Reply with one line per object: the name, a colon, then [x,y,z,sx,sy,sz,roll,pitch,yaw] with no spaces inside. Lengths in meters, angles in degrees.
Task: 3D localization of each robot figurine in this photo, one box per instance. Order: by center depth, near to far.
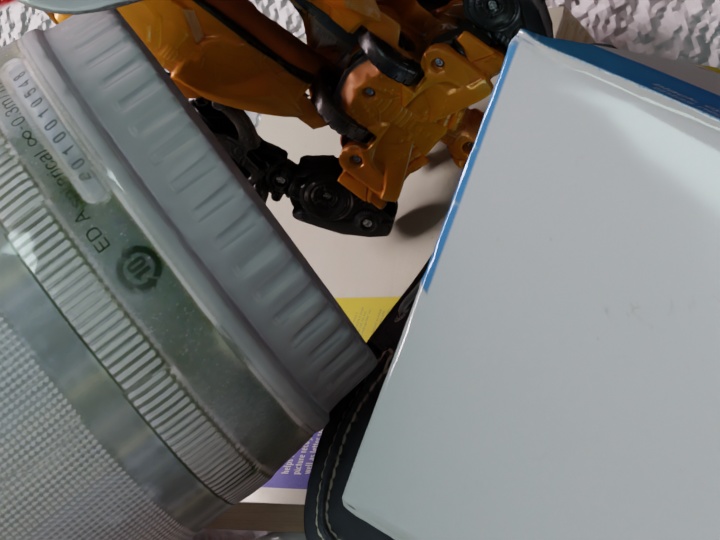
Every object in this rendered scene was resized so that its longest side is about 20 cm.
robot figurine: [-0.032,-0.100,0.854,0.200,0.058,0.145,35,124,-12]

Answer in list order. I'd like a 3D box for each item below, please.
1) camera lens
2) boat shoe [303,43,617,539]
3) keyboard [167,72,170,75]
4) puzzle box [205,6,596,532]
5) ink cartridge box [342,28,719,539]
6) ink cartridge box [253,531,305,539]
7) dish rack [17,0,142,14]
camera lens: [-0.116,0.032,0.793,0.200,0.160,0.160,-37,62,0]
boat shoe: [0.038,0.012,0.813,0.073,0.063,0.200,25,70,23]
keyboard: [-0.116,-0.011,0.967,0.104,0.040,0.200,4,51,3]
puzzle box: [0.000,0.000,0.909,0.133,0.025,0.200,-1,59,39]
ink cartridge box: [0.125,0.029,0.744,0.145,0.200,0.148,27,105,31]
ink cartridge box: [0.021,0.182,0.904,0.146,0.083,0.200,-27,71,35]
dish rack: [-0.032,-0.167,0.770,0.200,0.044,0.172,-16,75,-4]
